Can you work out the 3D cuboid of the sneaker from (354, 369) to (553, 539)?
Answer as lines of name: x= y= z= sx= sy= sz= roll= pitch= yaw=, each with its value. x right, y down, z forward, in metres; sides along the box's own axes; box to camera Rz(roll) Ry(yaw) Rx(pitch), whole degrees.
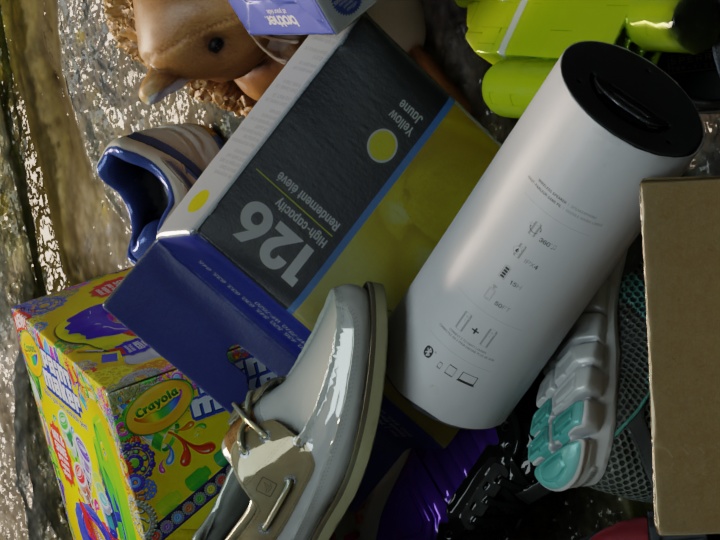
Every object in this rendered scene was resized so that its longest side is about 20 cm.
sneaker: x=0.065 y=0.117 z=1.339 sx=0.099 sy=0.070 sz=0.201 roll=5 pitch=74 yaw=35

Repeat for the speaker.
speaker: x=0.086 y=-0.015 z=1.194 sx=0.081 sy=0.081 sz=0.200 roll=54 pitch=132 yaw=27

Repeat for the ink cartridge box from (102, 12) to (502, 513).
ink cartridge box: x=0.000 y=0.000 z=1.281 sx=0.200 sy=0.198 sz=0.047 roll=-54 pitch=28 yaw=-10

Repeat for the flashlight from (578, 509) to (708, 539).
flashlight: x=0.086 y=0.167 z=1.283 sx=0.199 sy=0.068 sz=0.068 roll=-8 pitch=115 yaw=8

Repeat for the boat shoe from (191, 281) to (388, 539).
boat shoe: x=-0.037 y=0.094 z=1.248 sx=0.075 sy=0.068 sz=0.201 roll=-99 pitch=23 yaw=-64

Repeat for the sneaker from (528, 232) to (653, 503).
sneaker: x=0.145 y=0.038 z=1.254 sx=0.078 sy=0.091 sz=0.201 roll=128 pitch=159 yaw=-54

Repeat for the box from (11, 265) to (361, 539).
box: x=-0.096 y=0.112 z=1.397 sx=0.200 sy=0.122 sz=0.194 roll=-152 pitch=47 yaw=-65

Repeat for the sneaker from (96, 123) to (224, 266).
sneaker: x=-0.104 y=0.002 z=1.523 sx=0.075 sy=0.088 sz=0.201 roll=-44 pitch=66 yaw=38

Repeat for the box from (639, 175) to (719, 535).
box: x=0.229 y=0.035 z=1.106 sx=0.199 sy=0.021 sz=0.164 roll=-3 pitch=92 yaw=7

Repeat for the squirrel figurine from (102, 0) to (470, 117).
squirrel figurine: x=-0.068 y=-0.135 z=1.394 sx=0.199 sy=0.186 sz=0.142 roll=-5 pitch=92 yaw=47

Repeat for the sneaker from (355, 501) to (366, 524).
sneaker: x=-0.023 y=0.081 z=1.461 sx=0.092 sy=0.075 sz=0.201 roll=4 pitch=97 yaw=50

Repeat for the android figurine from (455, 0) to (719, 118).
android figurine: x=0.120 y=-0.158 z=1.252 sx=0.200 sy=0.041 sz=0.183 roll=15 pitch=78 yaw=56

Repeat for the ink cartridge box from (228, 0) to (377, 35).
ink cartridge box: x=0.023 y=-0.198 z=1.281 sx=0.094 sy=0.200 sz=0.044 roll=10 pitch=137 yaw=58

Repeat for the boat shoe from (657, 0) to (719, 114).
boat shoe: x=0.201 y=-0.112 z=1.202 sx=0.199 sy=0.068 sz=0.072 roll=-3 pitch=93 yaw=47
